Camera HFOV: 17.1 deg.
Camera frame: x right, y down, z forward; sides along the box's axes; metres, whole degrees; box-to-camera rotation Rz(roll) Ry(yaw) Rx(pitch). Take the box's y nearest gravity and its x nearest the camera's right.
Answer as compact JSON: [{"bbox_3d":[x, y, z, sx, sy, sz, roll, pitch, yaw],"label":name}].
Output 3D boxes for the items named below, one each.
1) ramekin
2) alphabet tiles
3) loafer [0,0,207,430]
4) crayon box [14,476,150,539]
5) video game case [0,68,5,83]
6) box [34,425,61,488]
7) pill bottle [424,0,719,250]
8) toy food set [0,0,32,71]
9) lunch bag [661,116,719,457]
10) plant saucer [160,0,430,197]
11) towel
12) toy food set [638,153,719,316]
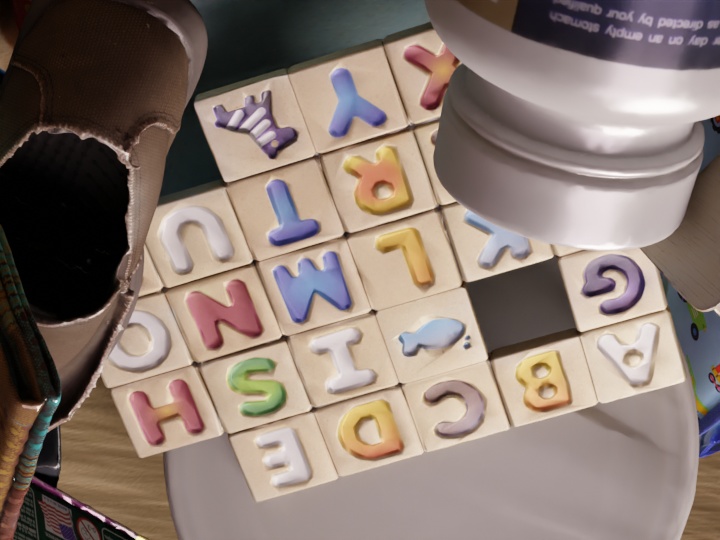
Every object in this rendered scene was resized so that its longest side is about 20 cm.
[{"bbox_3d":[0.028,0.060,0.925,0.201,0.203,0.094,-17,-173,7],"label":"ramekin"},{"bbox_3d":[0.000,0.000,0.830,0.199,0.008,0.168,-16,123,6],"label":"alphabet tiles"},{"bbox_3d":[-0.105,-0.008,0.759,0.073,0.071,0.200,18,137,-3],"label":"loafer"},{"bbox_3d":[-0.191,0.136,0.918,0.172,0.058,0.200,-32,137,23],"label":"crayon box"},{"bbox_3d":[-0.197,-0.047,0.956,0.143,0.018,0.200,-20,159,14],"label":"video game case"},{"bbox_3d":[-0.228,0.053,1.001,0.196,0.125,0.200,-1,162,-10],"label":"box"},{"bbox_3d":[0.079,-0.112,0.702,0.111,0.111,0.201,-4,122,-26],"label":"pill bottle"},{"bbox_3d":[-0.043,-0.103,0.866,0.197,0.049,0.200,-6,158,-23],"label":"toy food set"},{"bbox_3d":[0.175,-0.011,1.110,0.094,0.151,0.200,-2,157,-30],"label":"lunch bag"},{"bbox_3d":[-0.031,-0.072,0.829,0.200,0.039,0.201,-13,159,-5],"label":"plant saucer"},{"bbox_3d":[-0.141,-0.009,0.753,0.022,0.201,0.147,-12,152,-24],"label":"towel"},{"bbox_3d":[0.175,-0.031,0.826,0.143,0.060,0.200,-45,165,6],"label":"toy food set"}]
